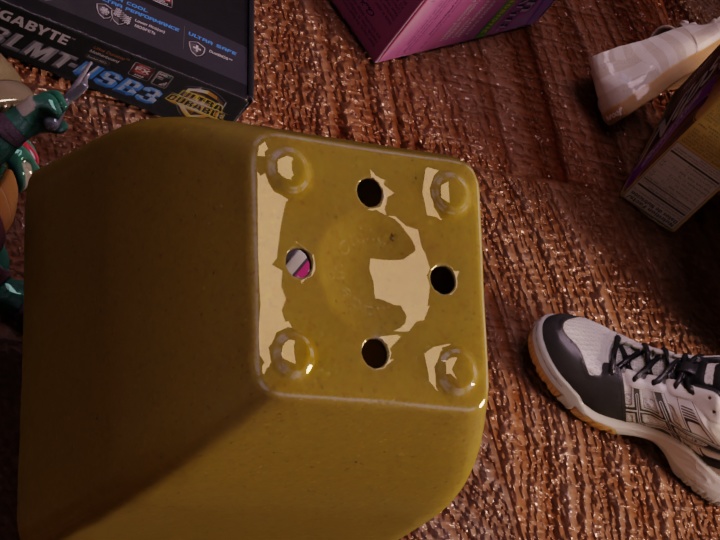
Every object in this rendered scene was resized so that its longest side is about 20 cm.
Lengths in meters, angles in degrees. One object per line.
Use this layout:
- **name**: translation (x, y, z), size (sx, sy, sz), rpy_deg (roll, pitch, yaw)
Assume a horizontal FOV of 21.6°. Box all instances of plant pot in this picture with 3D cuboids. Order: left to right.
- **plant pot**: translation (-0.037, 0.026, 0.893), size (0.194, 0.200, 0.197), rpy_deg (7, 72, -28)

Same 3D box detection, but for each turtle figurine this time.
- **turtle figurine**: translation (-0.199, -0.020, 1.013), size (0.100, 0.151, 0.201), rpy_deg (8, 44, 18)

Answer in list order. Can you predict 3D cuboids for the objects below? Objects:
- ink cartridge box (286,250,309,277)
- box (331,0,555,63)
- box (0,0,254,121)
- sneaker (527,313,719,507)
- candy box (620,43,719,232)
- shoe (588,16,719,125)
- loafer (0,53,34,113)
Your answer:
- **ink cartridge box**: translation (-0.062, 0.026, 1.085), size (0.037, 0.094, 0.200), rpy_deg (47, 41, -9)
- **box**: translation (0.050, -0.267, 1.414), size (0.199, 0.097, 0.177), rpy_deg (-21, 70, -45)
- **box**: translation (-0.164, -0.203, 1.232), size (0.198, 0.050, 0.200), rpy_deg (20, 47, -25)
- **sneaker**: translation (0.208, 0.076, 1.263), size (0.199, 0.088, 0.076), rpy_deg (31, 45, -11)
- **candy box**: translation (0.275, -0.125, 1.376), size (0.056, 0.200, 0.117), rpy_deg (34, 58, -5)
- **shoe**: translation (0.247, -0.175, 1.510), size (0.199, 0.070, 0.054), rpy_deg (-31, 86, -45)
- **loafer**: translation (-0.273, -0.098, 1.045), size (0.199, 0.076, 0.068), rpy_deg (-6, 59, -52)
